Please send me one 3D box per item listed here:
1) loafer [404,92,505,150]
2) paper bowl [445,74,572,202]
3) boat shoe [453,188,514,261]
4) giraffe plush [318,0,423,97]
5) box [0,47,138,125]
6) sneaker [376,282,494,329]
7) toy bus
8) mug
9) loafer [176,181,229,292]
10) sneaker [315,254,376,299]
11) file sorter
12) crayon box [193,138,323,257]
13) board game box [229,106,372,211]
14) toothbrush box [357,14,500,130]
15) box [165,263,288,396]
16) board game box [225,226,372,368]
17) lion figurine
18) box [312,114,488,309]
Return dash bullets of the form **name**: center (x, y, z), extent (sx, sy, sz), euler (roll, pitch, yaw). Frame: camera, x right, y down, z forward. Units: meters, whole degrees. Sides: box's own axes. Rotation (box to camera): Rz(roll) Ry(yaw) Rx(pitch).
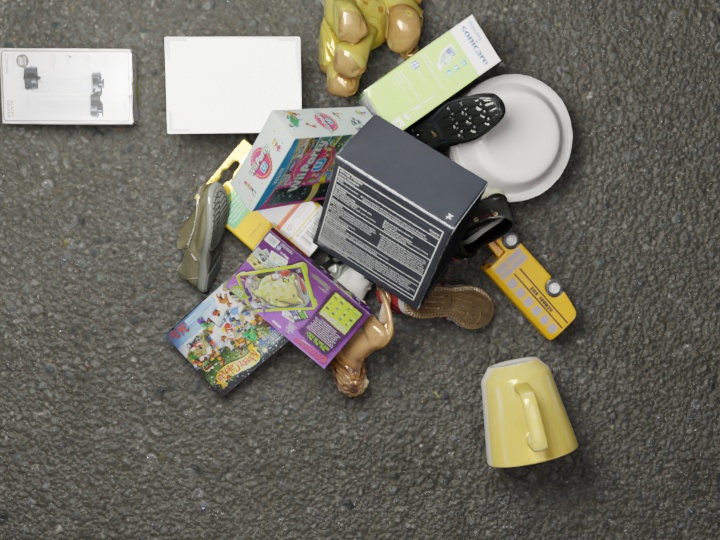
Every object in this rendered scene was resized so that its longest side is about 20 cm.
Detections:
- **loafer**: center (0.141, -0.224, 1.457), extent (0.070, 0.200, 0.069), euler (-39, 104, -43)
- **paper bowl**: center (0.238, -0.209, 1.527), extent (0.198, 0.104, 0.203), euler (0, 95, -4)
- **boat shoe**: center (0.152, -0.050, 1.520), extent (0.200, 0.064, 0.074), euler (-33, 139, 21)
- **giraffe plush**: center (0.025, -0.376, 1.484), extent (0.160, 0.173, 0.202), euler (-3, 61, -15)
- **box**: center (-0.445, -0.281, 1.482), extent (0.198, 0.060, 0.118), euler (-2, 96, -4)
- **sneaker**: center (0.119, 0.047, 1.568), extent (0.199, 0.112, 0.072), euler (11, 93, -36)
- **toy bus**: center (0.266, 0.013, 1.571), extent (0.078, 0.065, 0.200), euler (-43, 98, 2)
- **mug**: center (0.272, 0.221, 1.543), extent (0.148, 0.186, 0.155), euler (-11, 88, -30)
- **loafer**: center (-0.252, -0.053, 1.483), extent (0.069, 0.075, 0.201), euler (19, 127, 5)
- **sneaker**: center (0.000, 0.000, 1.550), extent (0.199, 0.074, 0.089), euler (-30, 119, -8)
- **file sorter**: center (-0.191, -0.277, 1.472), extent (0.198, 0.125, 0.140), euler (-1, 95, -5)
- **crayon box**: center (-0.148, -0.097, 1.530), extent (0.200, 0.052, 0.126), euler (41, 92, -8)
- **board game box**: center (-0.077, -0.169, 1.432), extent (0.064, 0.199, 0.148), euler (52, 128, 21)
- **toothbrush box**: center (0.101, -0.293, 1.485), extent (0.199, 0.146, 0.086), euler (-34, 97, 0)
- **box**: center (-0.192, 0.087, 1.527), extent (0.200, 0.038, 0.137), euler (-40, 97, 15)
- **board game box**: center (-0.094, 0.043, 1.468), extent (0.200, 0.032, 0.120), euler (40, 104, -4)
- **lion figurine**: center (0.004, 0.111, 1.518), extent (0.072, 0.200, 0.123), euler (-9, 64, -34)
- **box**: center (0.055, -0.085, 1.416), extent (0.199, 0.199, 0.123), euler (32, 53, 9)
